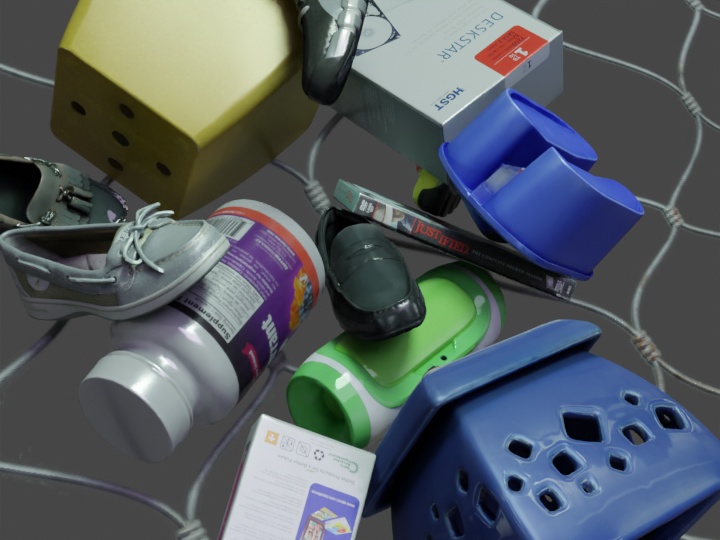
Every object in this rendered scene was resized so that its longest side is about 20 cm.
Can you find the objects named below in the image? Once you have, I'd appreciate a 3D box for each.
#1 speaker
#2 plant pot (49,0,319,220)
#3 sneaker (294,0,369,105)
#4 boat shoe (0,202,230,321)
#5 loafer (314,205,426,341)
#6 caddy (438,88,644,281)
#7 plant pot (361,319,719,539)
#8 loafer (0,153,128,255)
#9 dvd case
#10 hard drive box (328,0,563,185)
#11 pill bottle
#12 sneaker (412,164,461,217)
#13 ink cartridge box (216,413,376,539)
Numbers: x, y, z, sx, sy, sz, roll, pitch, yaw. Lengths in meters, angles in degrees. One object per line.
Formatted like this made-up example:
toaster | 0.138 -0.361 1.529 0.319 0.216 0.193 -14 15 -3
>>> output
speaker | 0.033 0.068 1.049 0.089 0.089 0.199 47 51 11
plant pot | -0.147 -0.166 1.065 0.199 0.200 0.177 35 60 1
sneaker | -0.049 -0.217 0.977 0.114 0.075 0.201 15 58 -2
boat shoe | -0.182 -0.010 0.931 0.075 0.201 0.065 -53 126 -41
loafer | 0.000 0.000 1.025 0.068 0.071 0.201 -20 21 -8
caddy | 0.145 -0.063 1.080 0.199 0.105 0.142 16 32 -56
plant pot | 0.123 0.160 0.960 0.199 0.201 0.180 -19 61 -33
loafer | -0.267 -0.056 0.990 0.198 0.063 0.073 8 65 -31
dvd case | 0.077 -0.028 1.115 0.198 0.146 0.022 21 95 -10
hard drive box | 0.061 -0.190 1.177 0.156 0.077 0.200 -39 55 -22
pill bottle | -0.120 0.046 0.974 0.111 0.112 0.200 37 50 2
sneaker | 0.075 -0.128 1.218 0.090 0.078 0.201 25 44 2
ink cartridge box | -0.058 0.212 0.924 0.094 0.037 0.201 21 62 -11
